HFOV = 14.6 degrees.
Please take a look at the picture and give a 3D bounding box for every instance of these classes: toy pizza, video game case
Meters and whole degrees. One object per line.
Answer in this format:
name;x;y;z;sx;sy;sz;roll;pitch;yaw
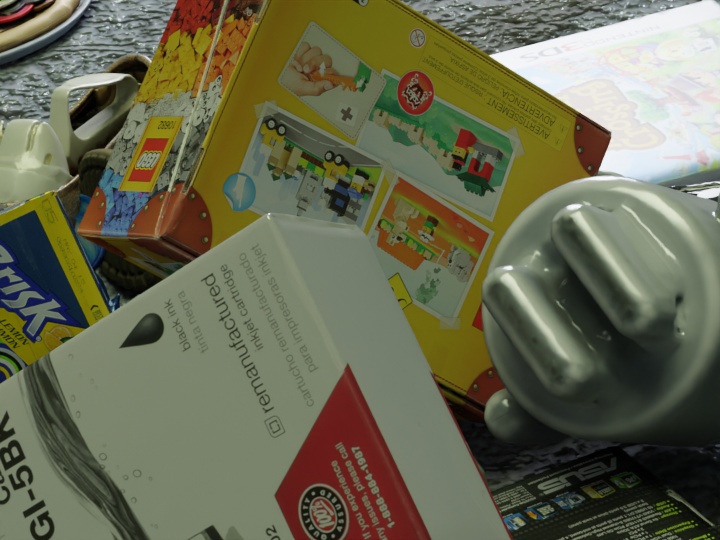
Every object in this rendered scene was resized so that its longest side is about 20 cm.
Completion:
toy pizza;-0.271;-0.176;1.811;0.200;0.032;0.200;-5;29;3
video game case;0.159;-0.090;1.568;0.182;0.022;0.200;-15;30;-14

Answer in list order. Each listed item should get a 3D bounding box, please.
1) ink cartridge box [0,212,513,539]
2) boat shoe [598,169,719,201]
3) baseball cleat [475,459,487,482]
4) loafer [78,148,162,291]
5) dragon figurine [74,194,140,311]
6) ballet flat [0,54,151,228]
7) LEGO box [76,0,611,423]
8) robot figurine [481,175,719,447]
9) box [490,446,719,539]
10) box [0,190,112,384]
ink cartridge box;-0.065;0.090;1.079;0.200;0.147;0.083;-32;-17;21
boat shoe;0.119;-0.016;1.398;0.200;0.068;0.072;-18;31;-18
baseball cleat;-0.048;0.107;1.217;0.200;0.070;0.106;-15;23;-21
loafer;-0.080;-0.027;1.448;0.067;0.076;0.200;-13;16;-32
dragon figurine;-0.156;0.000;1.434;0.099;0.059;0.200;-8;35;-5
ballet flat;-0.169;-0.062;1.547;0.068;0.067;0.200;8;33;26
LEGO box;-0.003;-0.039;1.266;0.077;0.200;0.149;4;69;58
robot figurine;0.127;0.020;1.236;0.170;0.113;0.200;-38;-20;18
box;0.072;0.157;1.124;0.200;0.048;0.193;-19;34;-22
box;-0.145;0.009;1.201;0.064;0.070;0.200;-25;4;-5
